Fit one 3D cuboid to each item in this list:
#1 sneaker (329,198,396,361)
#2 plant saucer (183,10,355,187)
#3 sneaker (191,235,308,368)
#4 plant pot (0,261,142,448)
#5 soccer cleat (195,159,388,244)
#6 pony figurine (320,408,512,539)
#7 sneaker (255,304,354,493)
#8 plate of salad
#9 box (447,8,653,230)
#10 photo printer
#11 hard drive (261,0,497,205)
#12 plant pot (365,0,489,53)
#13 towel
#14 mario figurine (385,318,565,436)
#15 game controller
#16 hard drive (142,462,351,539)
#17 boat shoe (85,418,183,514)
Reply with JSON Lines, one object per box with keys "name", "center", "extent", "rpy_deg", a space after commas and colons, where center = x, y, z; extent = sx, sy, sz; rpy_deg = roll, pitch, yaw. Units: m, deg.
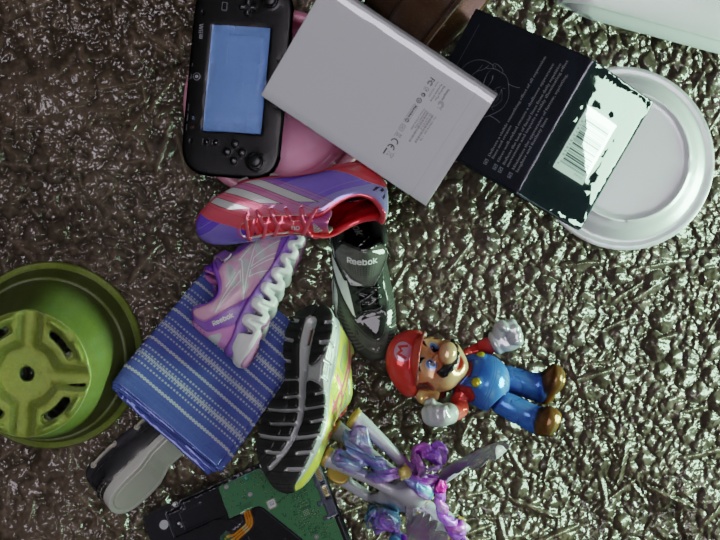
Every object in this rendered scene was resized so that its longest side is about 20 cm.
{"name": "sneaker", "center": [0.000, 0.000, 1.559], "extent": [0.066, 0.090, 0.202], "rpy_deg": [-8, 93, -4]}
{"name": "plant saucer", "center": [-0.086, -0.173, 1.557], "extent": [0.199, 0.051, 0.202], "rpy_deg": [0, 88, -1]}
{"name": "sneaker", "center": [-0.114, -0.003, 1.537], "extent": [0.088, 0.081, 0.201], "rpy_deg": [25, 69, 3]}
{"name": "plant pot", "center": [-0.323, 0.095, 1.486], "extent": [0.198, 0.190, 0.202], "rpy_deg": [0, 93, -6]}
{"name": "soccer cleat", "center": [-0.069, -0.058, 1.486], "extent": [0.198, 0.077, 0.067], "rpy_deg": [-15, 136, -3]}
{"name": "pony figurine", "center": [0.056, 0.226, 1.528], "extent": [0.199, 0.193, 0.167], "rpy_deg": [36, 72, -3]}
{"name": "sneaker", "center": [-0.044, 0.142, 1.535], "extent": [0.078, 0.090, 0.201], "rpy_deg": [0, 62, 31]}
{"name": "plate of salad", "center": [0.284, -0.121, 1.602], "extent": [0.198, 0.048, 0.202], "rpy_deg": [0, 83, -1]}
{"name": "box", "center": [0.169, -0.156, 1.497], "extent": [0.107, 0.200, 0.149], "rpy_deg": [25, 98, -40]}
{"name": "photo printer", "center": [0.307, -0.333, 1.545], "extent": [0.198, 0.069, 0.168], "rpy_deg": [14, 91, -6]}
{"name": "hard drive", "center": [0.018, -0.174, 1.459], "extent": [0.199, 0.027, 0.132], "rpy_deg": [33, 109, 0]}
{"name": "plant pot", "center": [0.053, -0.348, 1.507], "extent": [0.198, 0.200, 0.200], "rpy_deg": [44, 88, 2]}
{"name": "towel", "center": [-0.153, 0.099, 1.535], "extent": [0.145, 0.024, 0.200], "rpy_deg": [40, 53, -5]}
{"name": "mario figurine", "center": [0.123, 0.110, 1.562], "extent": [0.198, 0.124, 0.107], "rpy_deg": [17, 111, -10]}
{"name": "game controller", "center": [-0.126, -0.195, 1.512], "extent": [0.103, 0.042, 0.202], "rpy_deg": [5, 87, -1]}
{"name": "hard drive", "center": [-0.116, 0.285, 1.557], "extent": [0.199, 0.038, 0.141], "rpy_deg": [-25, 72, 4]}
{"name": "boat shoe", "center": [-0.205, 0.169, 1.563], "extent": [0.200, 0.074, 0.060], "rpy_deg": [-45, 58, -8]}
